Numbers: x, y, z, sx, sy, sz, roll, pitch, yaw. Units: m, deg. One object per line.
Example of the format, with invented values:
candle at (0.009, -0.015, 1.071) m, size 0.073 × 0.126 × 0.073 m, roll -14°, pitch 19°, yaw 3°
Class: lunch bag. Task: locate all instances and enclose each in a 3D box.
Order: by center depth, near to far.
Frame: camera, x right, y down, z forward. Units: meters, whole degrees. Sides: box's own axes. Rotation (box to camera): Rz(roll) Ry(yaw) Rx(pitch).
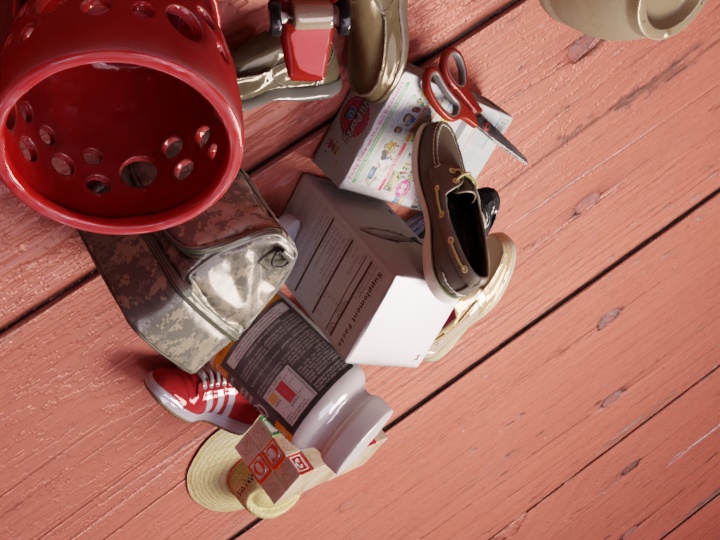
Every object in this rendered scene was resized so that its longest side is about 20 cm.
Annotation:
lunch bag at (-0.166, -0.033, 1.049) m, size 0.167 × 0.201 × 0.140 m, roll -37°, pitch 143°, yaw 0°

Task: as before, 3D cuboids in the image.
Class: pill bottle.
pill bottle at (-0.066, 0.122, 1.202) m, size 0.116 × 0.200 × 0.117 m, roll -45°, pitch 169°, yaw -12°

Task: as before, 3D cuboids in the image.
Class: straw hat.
straw hat at (-0.127, 0.283, 1.447) m, size 0.199 × 0.085 × 0.203 m, roll -22°, pitch 136°, yaw -23°

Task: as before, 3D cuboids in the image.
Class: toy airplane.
toy airplane at (-0.055, -0.298, 0.967) m, size 0.200 × 0.141 × 0.200 m, roll 42°, pitch 86°, yaw -9°

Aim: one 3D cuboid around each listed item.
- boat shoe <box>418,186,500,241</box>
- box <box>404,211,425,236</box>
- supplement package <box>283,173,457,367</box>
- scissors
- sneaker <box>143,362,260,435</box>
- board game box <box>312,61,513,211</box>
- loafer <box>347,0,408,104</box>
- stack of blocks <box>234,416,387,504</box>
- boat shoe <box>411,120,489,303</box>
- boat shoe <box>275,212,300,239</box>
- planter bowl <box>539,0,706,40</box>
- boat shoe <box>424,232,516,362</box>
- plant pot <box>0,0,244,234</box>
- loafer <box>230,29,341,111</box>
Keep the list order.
boat shoe at (0.110, -0.038, 1.284) m, size 0.066 × 0.074 × 0.200 m, roll -41°, pitch 167°, yaw -32°
box at (0.099, 0.002, 1.422) m, size 0.136 × 0.040 × 0.201 m, roll -32°, pitch 140°, yaw -11°
supplement package at (0.000, 0.000, 1.210) m, size 0.116 × 0.200 × 0.118 m, roll 9°, pitch 120°, yaw -44°
scissors at (0.129, -0.162, 1.207) m, size 0.200 × 0.014 × 0.074 m, roll 50°, pitch 56°, yaw -36°
sneaker at (-0.164, 0.127, 1.288) m, size 0.112 × 0.071 × 0.199 m, roll -45°, pitch 149°, yaw 9°
board game box at (0.062, -0.150, 1.237) m, size 0.198 × 0.064 × 0.149 m, roll 12°, pitch 116°, yaw -47°
loafer at (0.009, -0.266, 1.086) m, size 0.066 × 0.076 × 0.203 m, roll -11°, pitch 121°, yaw -31°
stack of blocks at (-0.066, 0.205, 1.358) m, size 0.059 × 0.116 × 0.199 m, roll -49°, pitch 160°, yaw 26°
boat shoe at (0.099, -0.070, 1.144) m, size 0.071 × 0.205 × 0.060 m, roll 15°, pitch 152°, yaw -42°
boat shoe at (-0.147, 0.007, 1.197) m, size 0.201 × 0.068 × 0.072 m, roll -51°, pitch 169°, yaw 11°
planter bowl at (0.313, -0.343, 1.219) m, size 0.198 × 0.135 × 0.203 m, roll -22°, pitch 136°, yaw -22°
boat shoe at (0.121, 0.034, 1.379) m, size 0.069 × 0.074 × 0.201 m, roll 14°, pitch 116°, yaw -52°
plant pot at (-0.196, -0.159, 0.887) m, size 0.196 × 0.185 × 0.202 m, roll -4°, pitch 140°, yaw -4°
loafer at (-0.105, -0.201, 1.055) m, size 0.198 × 0.075 × 0.071 m, roll -15°, pitch 122°, yaw -36°
